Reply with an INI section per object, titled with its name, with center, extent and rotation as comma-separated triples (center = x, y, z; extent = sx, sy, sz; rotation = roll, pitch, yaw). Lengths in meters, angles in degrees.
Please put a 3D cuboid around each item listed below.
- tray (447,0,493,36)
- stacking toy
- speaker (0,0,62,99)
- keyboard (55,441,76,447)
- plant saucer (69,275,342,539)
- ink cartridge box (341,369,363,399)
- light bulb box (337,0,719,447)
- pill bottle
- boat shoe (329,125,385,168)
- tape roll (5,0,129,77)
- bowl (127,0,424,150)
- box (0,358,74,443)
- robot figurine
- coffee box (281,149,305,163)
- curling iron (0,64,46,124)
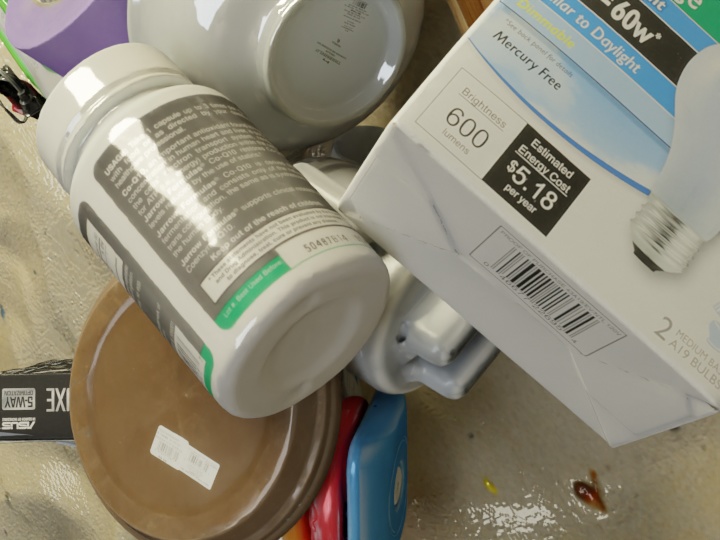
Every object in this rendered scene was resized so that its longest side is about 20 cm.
[tray]
center = 0.114, -0.153, 0.753
extent = 0.098, 0.037, 0.202
rotation = -23, 92, 40
[stacking toy]
center = -0.071, 0.127, 0.784
extent = 0.198, 0.116, 0.111
rotation = 4, 112, 12
[speaker]
center = -0.250, -0.210, 0.984
extent = 0.088, 0.088, 0.201
rotation = -42, 79, 39
[keyboard]
center = -0.140, 0.125, 0.947
extent = 0.056, 0.199, 0.011
rotation = -3, 88, 37
[plant saucer]
center = -0.103, 0.076, 0.741
extent = 0.198, 0.029, 0.203
rotation = -2, 86, 28
[ink cartridge box]
center = -0.019, 0.153, 0.897
extent = 0.067, 0.116, 0.202
rotation = -13, 109, 4
[light bulb box]
center = 0.130, -0.057, 0.618
extent = 0.198, 0.200, 0.125
rotation = 40, 160, -1
[pill bottle]
center = -0.085, -0.028, 0.666
extent = 0.200, 0.113, 0.114
rotation = 47, 129, 25
[boat shoe]
center = 0.060, -0.032, 0.821
extent = 0.199, 0.070, 0.067
rotation = 25, 135, 27
[tape roll]
center = -0.149, -0.216, 0.832
extent = 0.199, 0.085, 0.202
rotation = -28, 47, 34
[bowl]
center = -0.034, -0.150, 0.750
extent = 0.090, 0.199, 0.203
rotation = 48, 132, 43
[box]
center = -0.176, 0.094, 0.928
extent = 0.156, 0.200, 0.050
rotation = 0, 89, -2
[robot figurine]
center = 0.000, 0.000, 0.768
extent = 0.199, 0.113, 0.170
rotation = 30, 155, 33
[coffee box]
center = -0.121, -0.081, 0.932
extent = 0.113, 0.080, 0.201
rotation = 43, 127, 14
[curling iron]
center = -0.264, -0.130, 0.977
extent = 0.025, 0.200, 0.050
rotation = -38, 92, -4
